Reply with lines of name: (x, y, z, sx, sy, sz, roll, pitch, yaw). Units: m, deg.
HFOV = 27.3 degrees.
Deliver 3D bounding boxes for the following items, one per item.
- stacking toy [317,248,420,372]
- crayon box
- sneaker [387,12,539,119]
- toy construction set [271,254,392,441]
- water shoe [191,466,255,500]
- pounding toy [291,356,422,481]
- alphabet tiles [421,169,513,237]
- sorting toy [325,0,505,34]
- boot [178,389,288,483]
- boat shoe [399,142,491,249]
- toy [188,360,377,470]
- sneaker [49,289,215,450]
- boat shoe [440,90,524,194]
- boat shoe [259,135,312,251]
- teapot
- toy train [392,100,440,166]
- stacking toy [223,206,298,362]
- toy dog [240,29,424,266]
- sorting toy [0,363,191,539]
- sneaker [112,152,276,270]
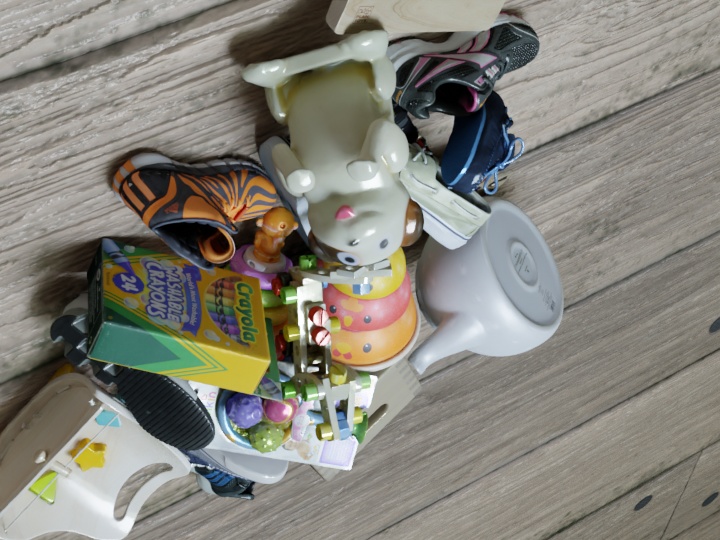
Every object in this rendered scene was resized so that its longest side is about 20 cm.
stacking toy: (0.000, 0.000, 1.571, 0.146, 0.146, 0.200, -24, 148, -23)
crayon box: (-0.163, 0.048, 1.446, 0.200, 0.126, 0.052, 16, 125, -22)
sneaker: (0.109, -0.197, 1.524, 0.200, 0.086, 0.080, -22, 148, -27)
toy construction set: (-0.034, 0.061, 1.495, 0.092, 0.131, 0.201, 5, 104, -27)
water shoe: (-0.161, 0.223, 1.782, 0.200, 0.079, 0.072, 79, 26, -68)
pounding toy: (-0.064, 0.139, 1.719, 0.200, 0.184, 0.142, -44, 150, -7)
alphabet tiles: (0.075, -0.064, 1.688, 0.200, 0.006, 0.166, -21, 166, -27)
sorting toy: (0.070, -0.316, 1.340, 0.200, 0.070, 0.199, -9, 138, -40)
boot: (-0.175, 0.191, 1.654, 0.073, 0.200, 0.090, -50, 168, -43)
boat shoe: (0.054, -0.101, 1.542, 0.062, 0.072, 0.200, -41, 122, 21)
toy: (-0.086, 0.154, 1.561, 0.199, 0.047, 0.115, 10, 109, -20)
sneaker: (-0.212, 0.092, 1.483, 0.074, 0.200, 0.089, -34, -163, 29)
boat shoe: (0.136, -0.135, 1.547, 0.084, 0.069, 0.200, -44, -166, 34)
boat shoe: (-0.040, -0.098, 1.521, 0.091, 0.071, 0.200, -35, 157, -7)
teapot: (0.132, 0.016, 1.720, 0.146, 0.198, 0.200, -26, 159, 33)
toy train: (0.061, -0.127, 1.606, 0.034, 0.046, 0.200, -39, 150, 0)
stacking toy: (-0.110, 0.015, 1.566, 0.116, 0.110, 0.200, 5, 123, -21)
toy dog: (-0.018, -0.103, 1.395, 0.139, 0.201, 0.194, -13, 178, 3)
sorting toy: (-0.280, 0.209, 1.567, 0.200, 0.107, 0.180, -45, 123, 12)
sneaker: (-0.140, -0.049, 1.428, 0.200, 0.112, 0.078, -2, 134, -49)
